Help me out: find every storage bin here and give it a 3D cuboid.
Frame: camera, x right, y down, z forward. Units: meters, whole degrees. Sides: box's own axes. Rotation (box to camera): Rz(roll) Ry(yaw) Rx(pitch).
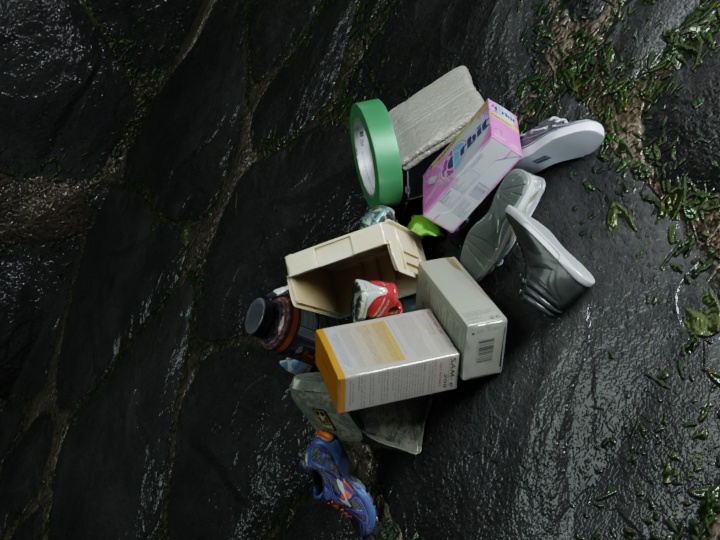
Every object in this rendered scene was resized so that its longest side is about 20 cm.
[{"bbox_3d":[0.000,0.000,1.699,0.197,0.198,0.095,-18,75,21],"label":"storage bin"}]

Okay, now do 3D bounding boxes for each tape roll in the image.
[{"bbox_3d":[0.028,-0.215,1.855,0.200,0.047,0.204,167,90,-81],"label":"tape roll"}]

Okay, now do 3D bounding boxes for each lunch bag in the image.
[{"bbox_3d":[-0.007,0.228,1.661,0.163,0.198,0.120,-2,69,55],"label":"lunch bag"}]

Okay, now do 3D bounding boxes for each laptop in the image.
[{"bbox_3d":[0.133,-0.191,1.881,0.201,0.114,0.190,107,167,-58],"label":"laptop"}]

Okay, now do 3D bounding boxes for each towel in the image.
[{"bbox_3d":[0.134,-0.280,1.840,0.198,0.034,0.134,-31,53,13],"label":"towel"}]

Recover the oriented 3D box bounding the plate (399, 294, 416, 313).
[{"bbox_3d":[0.025,0.105,1.764,0.198,0.026,0.201,-32,21,14],"label":"plate"}]

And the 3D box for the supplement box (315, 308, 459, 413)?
[{"bbox_3d":[0.040,0.138,1.543,0.127,0.196,0.075,-120,26,-52],"label":"supplement box"}]

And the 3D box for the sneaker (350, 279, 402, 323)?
[{"bbox_3d":[0.027,0.075,1.632,0.201,0.083,0.078,100,167,-69],"label":"sneaker"}]

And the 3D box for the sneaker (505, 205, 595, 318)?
[{"bbox_3d":[0.257,-0.011,1.495,0.100,0.070,0.201,-53,48,19],"label":"sneaker"}]

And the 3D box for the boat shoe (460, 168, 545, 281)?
[{"bbox_3d":[0.231,-0.067,1.613,0.074,0.064,0.204,44,115,44],"label":"boat shoe"}]

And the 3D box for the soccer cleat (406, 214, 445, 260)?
[{"bbox_3d":[0.078,-0.009,1.807,0.201,0.067,0.081,-56,46,19],"label":"soccer cleat"}]

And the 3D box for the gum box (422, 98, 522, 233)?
[{"bbox_3d":[0.178,-0.168,1.646,0.200,0.065,0.114,-49,24,34],"label":"gum box"}]

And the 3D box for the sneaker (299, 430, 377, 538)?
[{"bbox_3d":[-0.041,0.367,1.663,0.078,0.202,0.075,-34,13,-23],"label":"sneaker"}]

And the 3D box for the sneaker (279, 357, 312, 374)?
[{"bbox_3d":[-0.110,0.110,2.019,0.071,0.072,0.203,-7,64,57],"label":"sneaker"}]

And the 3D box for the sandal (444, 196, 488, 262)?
[{"bbox_3d":[0.179,-0.106,1.719,0.075,0.047,0.204,7,78,58],"label":"sandal"}]

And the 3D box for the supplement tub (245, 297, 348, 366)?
[{"bbox_3d":[-0.121,0.116,1.907,0.107,0.198,0.109,-35,44,43],"label":"supplement tub"}]

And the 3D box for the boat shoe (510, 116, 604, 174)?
[{"bbox_3d":[0.306,-0.210,1.570,0.199,0.071,0.069,-23,54,59],"label":"boat shoe"}]

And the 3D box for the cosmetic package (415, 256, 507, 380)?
[{"bbox_3d":[0.157,0.072,1.588,0.201,0.070,0.107,-122,29,-53],"label":"cosmetic package"}]

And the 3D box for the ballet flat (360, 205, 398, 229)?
[{"bbox_3d":[0.043,-0.081,1.843,0.200,0.073,0.075,65,-135,-85],"label":"ballet flat"}]

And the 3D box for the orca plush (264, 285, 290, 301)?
[{"bbox_3d":[-0.086,0.043,1.954,0.072,0.197,0.106,66,157,20],"label":"orca plush"}]
